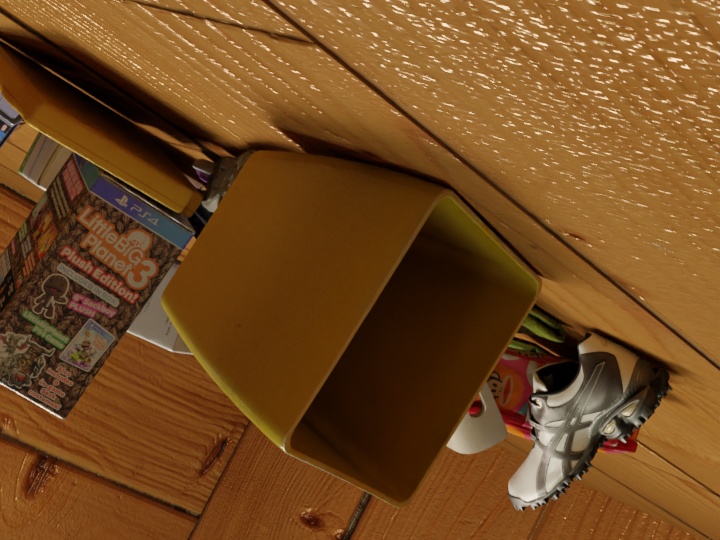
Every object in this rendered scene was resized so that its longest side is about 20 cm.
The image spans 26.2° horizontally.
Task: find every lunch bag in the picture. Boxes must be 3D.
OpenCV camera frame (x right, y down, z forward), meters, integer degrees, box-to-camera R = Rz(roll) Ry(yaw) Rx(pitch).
[{"bbox_3d":[0.153,0.111,1.460,0.200,0.082,0.176,17,178,-32],"label":"lunch bag"}]

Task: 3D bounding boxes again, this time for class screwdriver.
[{"bbox_3d":[-0.162,-0.077,1.426,0.200,0.029,0.028,38,170,49],"label":"screwdriver"}]

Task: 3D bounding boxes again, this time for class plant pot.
[{"bbox_3d":[-0.019,0.024,1.115,0.176,0.200,0.200,31,176,32],"label":"plant pot"}]

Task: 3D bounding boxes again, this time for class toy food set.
[{"bbox_3d":[0.033,0.064,1.341,0.200,0.060,0.144,32,159,38],"label":"toy food set"}]

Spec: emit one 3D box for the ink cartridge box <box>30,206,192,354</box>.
[{"bbox_3d":[-0.237,0.014,1.593,0.200,0.083,0.146,22,180,17],"label":"ink cartridge box"}]

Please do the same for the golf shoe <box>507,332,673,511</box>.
[{"bbox_3d":[0.174,0.125,1.325,0.094,0.200,0.078,41,-144,2],"label":"golf shoe"}]

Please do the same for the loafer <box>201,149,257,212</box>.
[{"bbox_3d":[-0.081,-0.058,1.266,0.070,0.070,0.200,24,-177,-15],"label":"loafer"}]

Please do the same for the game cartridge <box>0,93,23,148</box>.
[{"bbox_3d":[-0.389,-0.162,1.471,0.130,0.038,0.200,41,149,-10],"label":"game cartridge"}]

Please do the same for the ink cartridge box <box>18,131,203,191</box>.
[{"bbox_3d":[-0.256,-0.093,1.564,0.145,0.088,0.200,30,176,-19],"label":"ink cartridge box"}]

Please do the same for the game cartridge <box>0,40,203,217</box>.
[{"bbox_3d":[-0.237,-0.124,1.329,0.176,0.032,0.200,32,-173,-35],"label":"game cartridge"}]

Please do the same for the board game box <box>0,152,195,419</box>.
[{"bbox_3d":[-0.251,0.002,1.362,0.097,0.200,0.159,34,-174,-22],"label":"board game box"}]

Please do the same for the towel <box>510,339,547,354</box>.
[{"bbox_3d":[0.177,0.106,1.665,0.149,0.031,0.200,30,173,-25],"label":"towel"}]

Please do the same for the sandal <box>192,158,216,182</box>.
[{"bbox_3d":[-0.087,-0.043,1.467,0.082,0.050,0.203,21,171,43],"label":"sandal"}]

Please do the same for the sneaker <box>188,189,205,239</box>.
[{"bbox_3d":[-0.131,-0.032,1.599,0.081,0.074,0.200,39,174,-36],"label":"sneaker"}]

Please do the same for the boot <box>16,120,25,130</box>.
[{"bbox_3d":[-0.420,-0.195,1.536,0.200,0.077,0.155,37,166,-25],"label":"boot"}]

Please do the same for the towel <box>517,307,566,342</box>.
[{"bbox_3d":[0.071,0.031,1.369,0.144,0.023,0.200,24,167,-34],"label":"towel"}]
